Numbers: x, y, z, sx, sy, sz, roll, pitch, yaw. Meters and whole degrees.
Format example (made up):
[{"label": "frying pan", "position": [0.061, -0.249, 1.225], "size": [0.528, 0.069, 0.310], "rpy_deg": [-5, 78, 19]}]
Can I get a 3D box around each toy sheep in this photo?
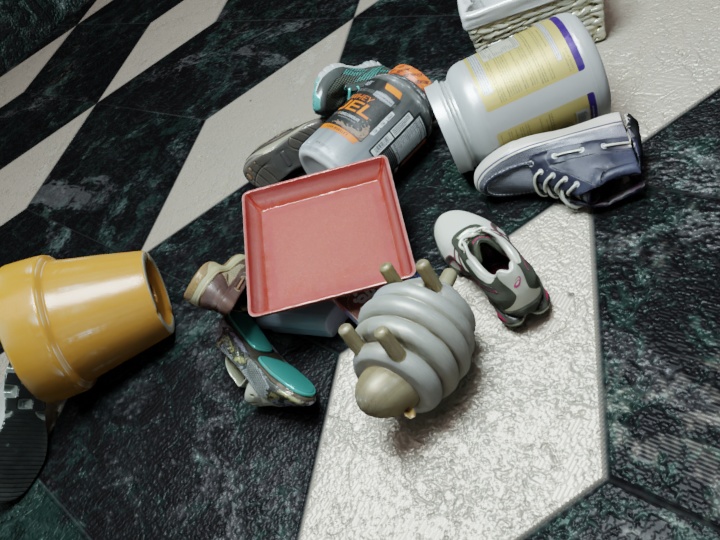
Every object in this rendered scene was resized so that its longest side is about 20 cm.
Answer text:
[{"label": "toy sheep", "position": [0.055, 0.067, 0.657], "size": [0.138, 0.138, 0.200], "rpy_deg": [11, 51, 37]}]

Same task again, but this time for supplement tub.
[{"label": "supplement tub", "position": [0.197, -0.219, 0.816], "size": [0.199, 0.146, 0.146], "rpy_deg": [-22, 44, 12]}, {"label": "supplement tub", "position": [0.018, -0.194, 0.919], "size": [0.200, 0.123, 0.122], "rpy_deg": [-47, 44, -14]}]

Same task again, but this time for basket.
[{"label": "basket", "position": [0.257, -0.394, 0.953], "size": [0.199, 0.123, 0.136], "rpy_deg": [-15, 46, 21]}]

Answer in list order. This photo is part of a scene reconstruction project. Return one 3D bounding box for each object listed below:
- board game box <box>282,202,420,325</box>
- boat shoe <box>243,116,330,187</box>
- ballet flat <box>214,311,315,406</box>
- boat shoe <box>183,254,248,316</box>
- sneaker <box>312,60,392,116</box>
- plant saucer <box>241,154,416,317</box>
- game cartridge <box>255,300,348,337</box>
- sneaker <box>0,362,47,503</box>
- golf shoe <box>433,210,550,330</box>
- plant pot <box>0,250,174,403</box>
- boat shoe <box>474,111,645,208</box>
[{"label": "board game box", "position": [0.000, 0.000, 0.787], "size": [0.103, 0.019, 0.200], "rpy_deg": [-40, 56, -13]}, {"label": "boat shoe", "position": [-0.102, -0.208, 1.040], "size": [0.199, 0.075, 0.073], "rpy_deg": [-22, 38, 5]}, {"label": "ballet flat", "position": [-0.120, 0.123, 0.772], "size": [0.072, 0.072, 0.200], "rpy_deg": [-43, 43, -9]}, {"label": "boat shoe", "position": [-0.153, 0.026, 0.815], "size": [0.072, 0.200, 0.072], "rpy_deg": [30, 93, 5]}, {"label": "sneaker", "position": [0.007, -0.286, 1.008], "size": [0.091, 0.078, 0.200], "rpy_deg": [24, 39, 30]}, {"label": "plant saucer", "position": [-0.044, -0.040, 0.792], "size": [0.199, 0.037, 0.200], "rpy_deg": [-14, 54, 5]}, {"label": "game cartridge", "position": [-0.046, -0.005, 0.854], "size": [0.133, 0.041, 0.200], "rpy_deg": [3, 54, 28]}, {"label": "sneaker", "position": [-0.480, 0.222, 0.893], "size": [0.088, 0.074, 0.201], "rpy_deg": [-33, 49, 47]}, {"label": "golf shoe", "position": [0.139, -0.026, 0.722], "size": [0.077, 0.088, 0.200], "rpy_deg": [-36, 41, 0]}, {"label": "plant pot", "position": [-0.370, 0.059, 0.894], "size": [0.183, 0.201, 0.200], "rpy_deg": [-19, 43, -7]}, {"label": "boat shoe", "position": [0.232, -0.111, 0.752], "size": [0.200, 0.075, 0.093], "rpy_deg": [-19, 51, 25]}]
